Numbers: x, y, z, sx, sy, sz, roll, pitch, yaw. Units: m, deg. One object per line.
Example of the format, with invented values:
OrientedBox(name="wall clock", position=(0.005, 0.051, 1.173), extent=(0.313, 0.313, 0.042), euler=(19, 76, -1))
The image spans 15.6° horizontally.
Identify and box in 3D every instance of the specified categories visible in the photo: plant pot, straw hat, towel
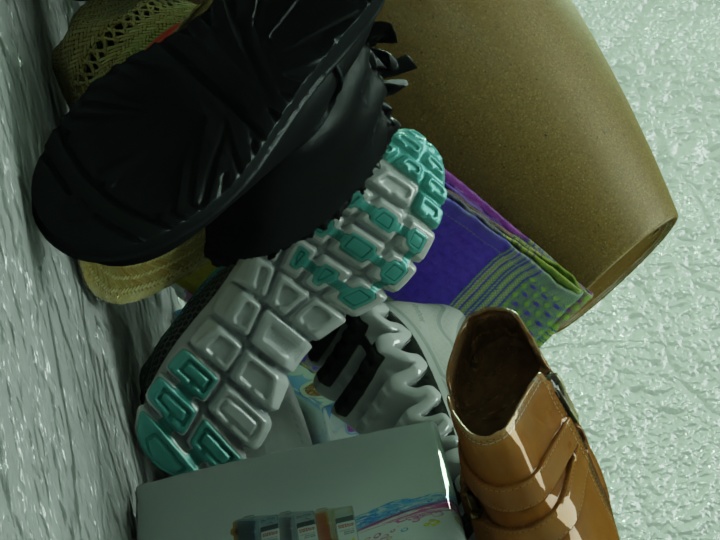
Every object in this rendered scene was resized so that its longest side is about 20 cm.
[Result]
OrientedBox(name="plant pot", position=(0.069, -0.071, 1.403), extent=(0.200, 0.186, 0.186), euler=(47, -5, 11))
OrientedBox(name="straw hat", position=(-0.093, -0.085, 1.193), extent=(0.085, 0.201, 0.201), euler=(34, -16, 19))
OrientedBox(name="towel", position=(0.000, 0.000, 1.334), extent=(0.200, 0.144, 0.023), euler=(36, 29, -15))

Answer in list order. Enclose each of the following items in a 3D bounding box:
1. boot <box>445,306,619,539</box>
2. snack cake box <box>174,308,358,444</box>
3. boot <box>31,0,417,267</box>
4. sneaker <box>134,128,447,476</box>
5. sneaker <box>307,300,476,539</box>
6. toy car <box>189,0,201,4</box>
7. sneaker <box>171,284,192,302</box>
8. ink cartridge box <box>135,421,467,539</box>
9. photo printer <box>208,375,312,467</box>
OrientedBox(name="boot", position=(0.079, 0.124, 1.099), extent=(0.200, 0.073, 0.155), euler=(-108, 179, -53))
OrientedBox(name="snack cake box", position=(-0.011, 0.057, 1.493), extent=(0.200, 0.115, 0.067), euler=(27, -46, 58))
OrientedBox(name="boot", position=(-0.054, -0.049, 1.117), extent=(0.073, 0.198, 0.163), euler=(38, -20, 14))
OrientedBox(name="sneaker", position=(-0.042, 0.006, 1.265), extent=(0.078, 0.200, 0.091), euler=(44, -1, -20))
OrientedBox(name="sneaker", position=(0.048, 0.093, 1.268), extent=(0.075, 0.081, 0.200), euler=(-50, -127, 42))
OrientedBox(name="toy car", position=(-0.088, -0.193, 1.323), extent=(0.158, 0.164, 0.201), euler=(75, 16, -70))
OrientedBox(name="sneaker", position=(-0.093, -0.050, 1.423), extent=(0.200, 0.080, 0.089), euler=(76, -7, -73))
OrientedBox(name="ink cartridge box", position=(-0.013, 0.180, 1.112), extent=(0.200, 0.144, 0.146), euler=(-99, 178, -68))
OrientedBox(name="photo printer", position=(-0.051, 0.136, 1.367), extent=(0.166, 0.069, 0.200), euler=(-114, -169, -62))
